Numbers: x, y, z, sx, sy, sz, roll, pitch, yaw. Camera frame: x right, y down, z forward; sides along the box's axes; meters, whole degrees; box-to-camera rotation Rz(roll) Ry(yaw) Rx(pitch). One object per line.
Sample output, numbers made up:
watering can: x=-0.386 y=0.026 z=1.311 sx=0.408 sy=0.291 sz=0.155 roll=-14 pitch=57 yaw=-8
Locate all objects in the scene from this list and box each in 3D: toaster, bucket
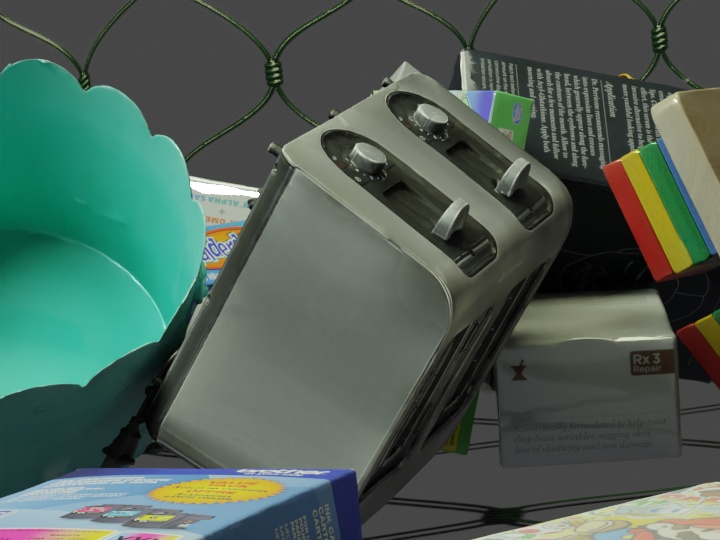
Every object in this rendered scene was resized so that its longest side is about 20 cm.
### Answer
toaster: x=-0.004 y=0.023 z=1.414 sx=0.119 sy=0.200 sz=0.181 roll=34 pitch=25 yaw=11
bucket: x=-0.177 y=0.011 z=1.446 sx=0.207 sy=0.207 sz=0.135 roll=-5 pitch=-33 yaw=-9

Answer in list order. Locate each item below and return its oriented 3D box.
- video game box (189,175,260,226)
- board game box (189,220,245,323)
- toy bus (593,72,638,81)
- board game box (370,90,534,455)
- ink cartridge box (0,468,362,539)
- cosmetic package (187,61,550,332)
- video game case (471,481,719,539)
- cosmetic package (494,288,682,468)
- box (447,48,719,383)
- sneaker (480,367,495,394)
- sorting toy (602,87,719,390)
video game box: x=-0.044 y=-0.020 z=2.065 sx=0.182 sy=0.047 sz=0.200 roll=7 pitch=-7 yaw=17
board game box: x=-0.113 y=0.038 z=1.707 sx=0.200 sy=0.045 sz=0.152 roll=-10 pitch=-35 yaw=-47
toy bus: x=0.174 y=-0.031 z=2.024 sx=0.192 sy=0.136 sz=0.200 roll=21 pitch=-30 yaw=-34
board game box: x=0.033 y=-0.002 z=1.661 sx=0.029 sy=0.200 sz=0.135 roll=13 pitch=-4 yaw=-30
ink cartridge box: x=-0.085 y=0.124 z=1.149 sx=0.136 sy=0.076 sz=0.200 roll=-2 pitch=5 yaw=25
cosmetic package: x=0.000 y=0.000 z=1.562 sx=0.200 sy=0.107 sz=0.090 roll=-47 pitch=11 yaw=24
video game case: x=0.159 y=0.121 z=1.235 sx=0.182 sy=0.023 sz=0.200 roll=-9 pitch=7 yaw=-39
cosmetic package: x=0.124 y=0.058 z=1.641 sx=0.102 sy=0.074 sz=0.200 roll=-3 pitch=8 yaw=5
box: x=0.137 y=-0.031 z=1.766 sx=0.200 sy=0.149 sz=0.107 roll=10 pitch=44 yaw=-11
sneaker: x=0.052 y=0.038 z=1.881 sx=0.085 sy=0.077 sz=0.200 roll=-10 pitch=4 yaw=11
sorting toy: x=0.224 y=0.003 z=1.600 sx=0.070 sy=0.199 sz=0.200 roll=-29 pitch=-9 yaw=27
